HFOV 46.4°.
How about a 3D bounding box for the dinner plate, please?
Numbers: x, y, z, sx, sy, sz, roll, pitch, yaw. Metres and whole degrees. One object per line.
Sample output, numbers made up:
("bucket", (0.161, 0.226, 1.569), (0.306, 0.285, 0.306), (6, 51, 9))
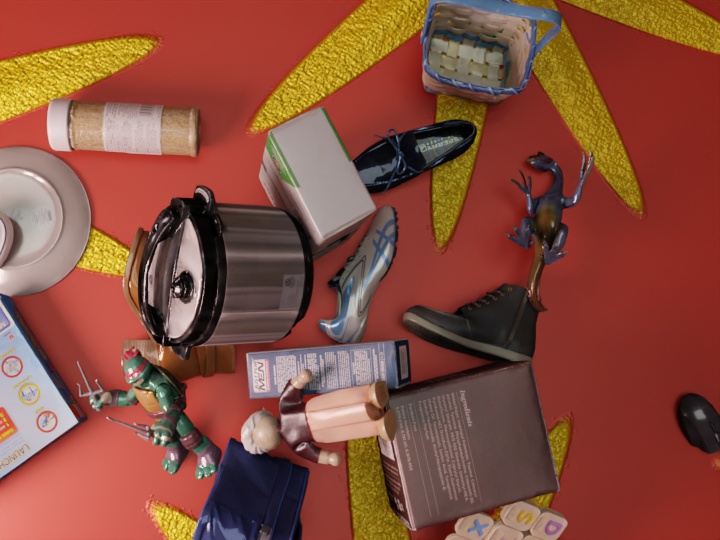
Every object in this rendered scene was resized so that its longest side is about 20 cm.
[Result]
("dinner plate", (-0.464, -0.068, 1.127), (0.195, 0.024, 0.205), (1, 84, -8))

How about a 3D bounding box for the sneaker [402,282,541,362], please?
("sneaker", (0.157, 0.059, 1.176), (0.196, 0.075, 0.109), (19, 77, -15))

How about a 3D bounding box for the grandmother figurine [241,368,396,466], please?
("grandmother figurine", (-0.059, 0.182, 1.022), (0.196, 0.060, 0.124), (-17, 83, 21))

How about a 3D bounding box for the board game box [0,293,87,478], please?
("board game box", (-0.490, 0.169, 1.079), (0.198, 0.056, 0.198), (-34, 89, -9))

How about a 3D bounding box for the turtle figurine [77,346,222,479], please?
("turtle figurine", (-0.257, 0.175, 1.045), (0.101, 0.148, 0.202), (-45, 126, -23))

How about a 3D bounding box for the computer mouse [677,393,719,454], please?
("computer mouse", (0.530, 0.264, 1.216), (0.058, 0.034, 0.201), (-38, 90, -11))

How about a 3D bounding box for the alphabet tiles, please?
("alphabet tiles", (0.186, 0.392, 1.114), (0.193, 0.015, 0.202), (26, 104, -24))

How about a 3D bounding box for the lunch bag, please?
("lunch bag", (-0.133, 0.320, 1.033), (0.130, 0.201, 0.138), (19, 115, -4))

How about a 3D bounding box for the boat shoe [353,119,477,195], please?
("boat shoe", (0.071, -0.174, 1.185), (0.197, 0.069, 0.085), (-29, 88, -9))

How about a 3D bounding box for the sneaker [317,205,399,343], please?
("sneaker", (0.000, 0.000, 1.156), (0.071, 0.072, 0.204), (23, 80, -11))

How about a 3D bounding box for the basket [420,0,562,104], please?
("basket", (0.161, -0.314, 1.144), (0.172, 0.200, 0.143), (10, 83, -7))

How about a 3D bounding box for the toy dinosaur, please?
("toy dinosaur", (0.253, -0.082, 1.191), (0.103, 0.182, 0.204), (17, 123, 10))

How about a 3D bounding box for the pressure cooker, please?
("pressure cooker", (-0.176, 0.002, 1.026), (0.197, 0.178, 0.179), (-1, 66, -40))

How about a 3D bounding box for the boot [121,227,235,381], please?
("boot", (-0.237, 0.046, 1.123), (0.151, 0.074, 0.205), (1, 92, -9))

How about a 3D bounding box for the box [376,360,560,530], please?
("box", (0.127, 0.222, 1.100), (0.195, 0.166, 0.168), (-12, 84, -8))

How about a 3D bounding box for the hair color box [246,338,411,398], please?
("hair color box", (-0.039, 0.127, 1.092), (0.195, 0.100, 0.062), (-5, 85, 14))

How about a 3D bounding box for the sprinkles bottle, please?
("sprinkles bottle", (-0.317, -0.192, 1.136), (0.195, 0.068, 0.070), (2, 83, -7))

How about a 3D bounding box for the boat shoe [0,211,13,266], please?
("boat shoe", (-0.527, 0.004, 1.072), (0.073, 0.065, 0.200), (42, 91, 0))

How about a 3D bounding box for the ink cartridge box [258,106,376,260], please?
("ink cartridge box", (-0.062, -0.103, 1.095), (0.082, 0.200, 0.149), (-28, 88, -13))
